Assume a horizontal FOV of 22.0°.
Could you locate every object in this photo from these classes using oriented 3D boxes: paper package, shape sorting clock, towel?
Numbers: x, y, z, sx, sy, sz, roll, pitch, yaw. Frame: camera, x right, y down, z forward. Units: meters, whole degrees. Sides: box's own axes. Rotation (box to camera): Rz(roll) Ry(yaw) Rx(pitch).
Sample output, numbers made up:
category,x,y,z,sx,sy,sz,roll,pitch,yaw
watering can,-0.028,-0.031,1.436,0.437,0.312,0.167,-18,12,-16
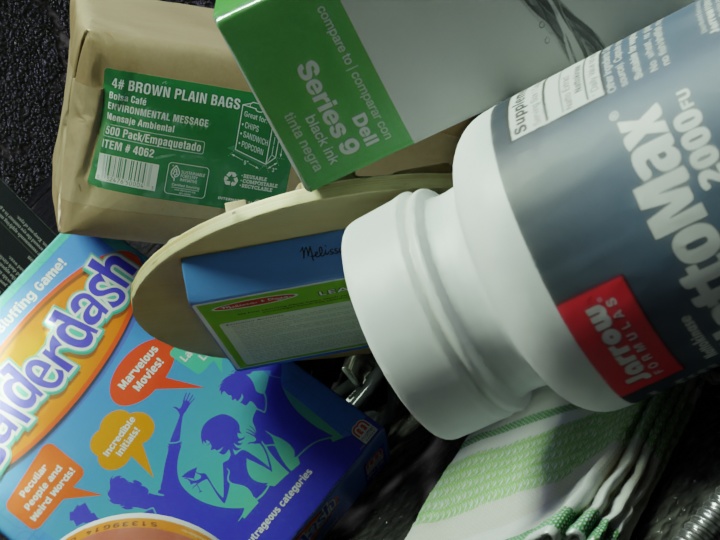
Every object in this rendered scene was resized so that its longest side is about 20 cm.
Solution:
category,x,y,z,sx,sy,sz,roll,pitch,yaw
paper package,-0.055,-0.075,0.958,0.191,0.199,0.104,-127,46,-73
shape sorting clock,0.000,0.000,0.801,0.200,0.199,0.039,-28,65,48
towel,0.080,0.059,0.751,0.149,0.031,0.200,-27,21,48

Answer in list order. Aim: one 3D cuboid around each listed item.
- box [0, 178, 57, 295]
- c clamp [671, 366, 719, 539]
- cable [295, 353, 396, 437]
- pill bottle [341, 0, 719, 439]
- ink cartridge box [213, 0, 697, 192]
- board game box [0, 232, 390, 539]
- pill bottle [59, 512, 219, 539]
category,x,y,z,sx,sy,sz,roll,pitch,yaw
box,-0.301,0.057,1.492,0.182,0.200,0.104,-49,16,-22
c clamp,0.102,0.104,0.569,0.200,0.027,0.171,-47,13,-18
cable,0.004,0.040,1.009,0.163,0.051,0.200,-39,16,39
pill bottle,0.100,-0.019,0.658,0.199,0.120,0.120,-27,19,18
ink cartridge box,0.051,-0.130,0.723,0.199,0.084,0.146,-24,25,12
board game box,-0.109,0.084,0.894,0.152,0.200,0.045,-49,-22,-19
pill bottle,-0.090,0.181,0.707,0.112,0.112,0.200,-42,13,9
